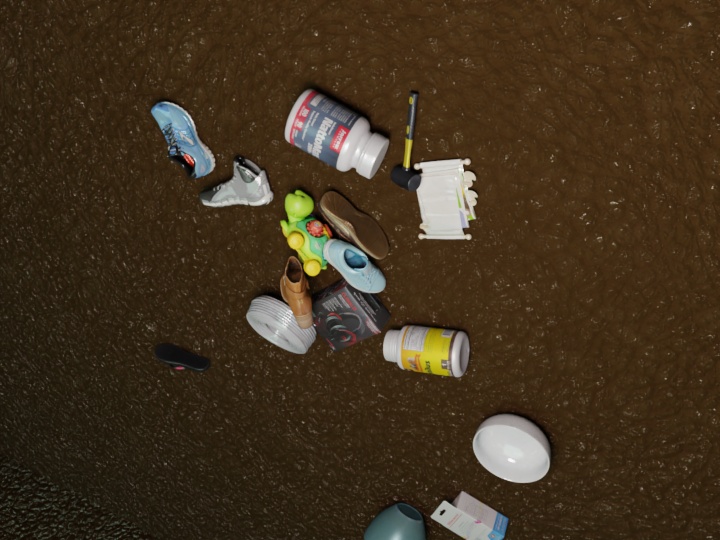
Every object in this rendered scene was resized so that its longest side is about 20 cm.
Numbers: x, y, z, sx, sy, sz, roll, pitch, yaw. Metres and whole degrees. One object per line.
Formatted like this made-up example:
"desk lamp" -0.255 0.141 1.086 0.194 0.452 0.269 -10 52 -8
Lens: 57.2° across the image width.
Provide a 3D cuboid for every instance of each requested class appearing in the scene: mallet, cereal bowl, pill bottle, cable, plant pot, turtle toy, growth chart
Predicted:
"mallet" 0.105 -0.257 1.345 0.066 0.041 0.203 42 137 36
"cereal bowl" 0.391 0.440 1.686 0.197 0.084 0.203 15 130 18
"pill bottle" 0.159 0.193 1.611 0.196 0.110 0.111 4 126 26
"cable" -0.212 0.145 1.764 0.198 0.070 0.200 35 157 -2
"plant pot" 0.126 0.810 2.057 0.197 0.200 0.137 26 95 9
"turtle toy" -0.125 -0.089 1.552 0.100 0.146 0.202 -31 112 -3
"growth chart" 0.182 -0.147 1.409 0.142 0.018 0.203 7 126 24
"pill bottle" -0.046 -0.278 1.368 0.198 0.120 0.121 29 133 6

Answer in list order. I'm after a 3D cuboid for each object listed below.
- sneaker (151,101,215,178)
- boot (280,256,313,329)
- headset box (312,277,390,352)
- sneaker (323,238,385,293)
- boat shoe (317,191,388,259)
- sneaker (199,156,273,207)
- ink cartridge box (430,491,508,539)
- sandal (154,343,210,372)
"sneaker" -0.430 -0.309 1.574 0.078 0.090 0.201 -23 110 38
"boot" -0.161 0.025 1.619 0.072 0.201 0.157 -19 133 -11
"headset box" -0.031 0.103 1.672 0.198 0.075 0.149 -27 107 40
"sneaker" 0.000 0.000 1.532 0.199 0.075 0.081 34 171 -36
"boat shoe" -0.020 -0.097 1.530 0.199 0.073 0.072 39 153 -9
"sneaker" -0.307 -0.219 1.595 0.196 0.075 0.117 0 119 16
"ink cartridge box" 0.320 0.731 1.950 0.198 0.068 0.116 30 132 5
"sandal" -0.572 0.290 2.110 0.196 0.075 0.046 17 130 13
